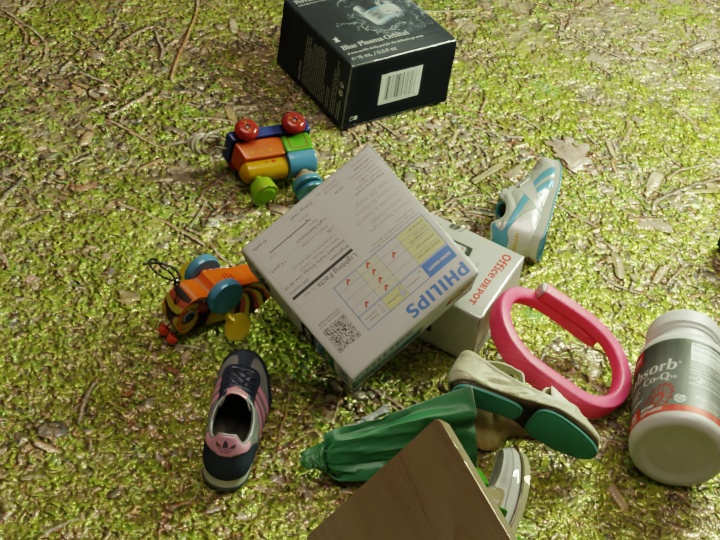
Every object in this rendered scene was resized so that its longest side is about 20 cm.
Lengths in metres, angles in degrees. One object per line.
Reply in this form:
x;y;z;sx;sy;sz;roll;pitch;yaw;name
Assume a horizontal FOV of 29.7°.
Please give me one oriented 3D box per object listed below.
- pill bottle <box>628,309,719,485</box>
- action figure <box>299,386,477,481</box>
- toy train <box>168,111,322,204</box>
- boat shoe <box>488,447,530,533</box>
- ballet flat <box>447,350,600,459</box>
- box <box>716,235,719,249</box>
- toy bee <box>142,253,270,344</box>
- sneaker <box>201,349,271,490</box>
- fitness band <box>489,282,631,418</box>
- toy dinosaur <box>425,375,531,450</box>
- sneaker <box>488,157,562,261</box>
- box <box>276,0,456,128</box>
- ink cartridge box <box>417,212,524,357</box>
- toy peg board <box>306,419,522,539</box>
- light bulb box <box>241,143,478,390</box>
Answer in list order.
0.382;0.147;1.617;0.115;0.116;0.200;14;41;4;pill bottle
0.030;0.194;1.517;0.199;0.119;0.055;-9;21;-10;action figure
-0.152;-0.140;1.857;0.199;0.085;0.116;-11;59;-23;toy train
0.136;0.266;1.463;0.068;0.075;0.200;18;43;0;boat shoe
0.195;0.149;1.559;0.199;0.067;0.063;27;51;-9;ballet flat
0.624;-0.035;1.879;0.199;0.105;0.148;-8;45;-20;box
-0.199;0.035;1.646;0.199;0.109;0.131;16;26;-33;toy bee
-0.135;0.148;1.530;0.070;0.082;0.201;7;41;-4;sneaker
0.245;0.095;1.652;0.199;0.037;0.144;34;42;-11;fitness band
0.157;0.168;1.606;0.199;0.058;0.102;12;57;-17;toy dinosaur
0.232;-0.098;1.888;0.080;0.077;0.200;15;40;8;sneaker
0.007;-0.336;2.074;0.196;0.118;0.200;-19;48;-29;box
0.090;0.008;1.732;0.199;0.085;0.146;25;44;15;ink cartridge box
0.077;0.297;1.371;0.098;0.199;0.200;30;22;-46;toy peg board
0.000;0.000;1.591;0.198;0.125;0.200;-40;81;-6;light bulb box
